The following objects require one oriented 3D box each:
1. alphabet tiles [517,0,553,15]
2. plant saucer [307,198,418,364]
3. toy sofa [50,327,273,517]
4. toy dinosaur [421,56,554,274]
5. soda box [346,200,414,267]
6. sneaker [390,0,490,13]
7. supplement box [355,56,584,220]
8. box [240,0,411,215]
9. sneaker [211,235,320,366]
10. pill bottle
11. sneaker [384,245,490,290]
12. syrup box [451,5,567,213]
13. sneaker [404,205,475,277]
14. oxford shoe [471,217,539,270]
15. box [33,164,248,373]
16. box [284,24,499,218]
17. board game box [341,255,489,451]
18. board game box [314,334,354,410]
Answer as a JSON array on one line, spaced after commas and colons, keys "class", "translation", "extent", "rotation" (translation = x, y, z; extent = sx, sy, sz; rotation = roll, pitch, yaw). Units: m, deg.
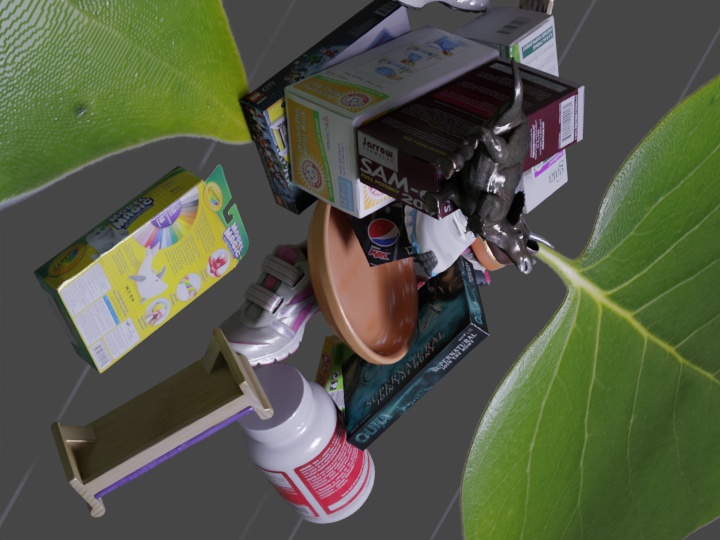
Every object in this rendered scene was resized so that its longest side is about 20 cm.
[{"class": "alphabet tiles", "translation": [0.193, -0.308, 1.418], "extent": [0.008, 0.167, 0.200], "rotation": [8, 114, -5]}, {"class": "plant saucer", "translation": [0.000, 0.000, 1.350], "extent": [0.200, 0.037, 0.200], "rotation": [35, 48, -53]}, {"class": "toy sofa", "translation": [-0.187, 0.154, 1.271], "extent": [0.200, 0.083, 0.098], "rotation": [-30, 136, -3]}, {"class": "toy dinosaur", "translation": [0.111, -0.091, 1.121], "extent": [0.102, 0.077, 0.200], "rotation": [-29, 125, -49]}, {"class": "soda box", "translation": [0.056, -0.082, 1.377], "extent": [0.063, 0.071, 0.200], "rotation": [66, 29, -20]}, {"class": "sneaker", "translation": [0.065, -0.306, 1.312], "extent": [0.200, 0.074, 0.079], "rotation": [-13, 131, -47]}, {"class": "supplement box", "translation": [0.104, -0.127, 1.219], "extent": [0.200, 0.109, 0.061], "rotation": [-29, 131, -33]}, {"class": "box", "translation": [-0.021, -0.169, 1.337], "extent": [0.200, 0.038, 0.137], "rotation": [-40, 138, -24]}, {"class": "sneaker", "translation": [-0.082, 0.020, 1.367], "extent": [0.200, 0.081, 0.088], "rotation": [-42, 135, -32]}, {"class": "pill bottle", "translation": [-0.066, 0.191, 1.460], "extent": [0.112, 0.112, 0.200], "rotation": [-48, 141, -16]}, {"class": "sneaker", "translation": [0.063, -0.016, 1.512], "extent": [0.200, 0.081, 0.075], "rotation": [3, 77, -42]}, {"class": "syrup box", "translation": [0.160, -0.169, 1.386], "extent": [0.079, 0.081, 0.200], "rotation": [-37, 130, -34]}, {"class": "sneaker", "translation": [0.107, -0.066, 1.295], "extent": [0.075, 0.087, 0.200], "rotation": [64, 31, -24]}, {"class": "oxford shoe", "translation": [0.143, -0.096, 1.499], "extent": [0.200, 0.073, 0.071], "rotation": [61, 37, -22]}, {"class": "box", "translation": [-0.198, -0.010, 1.235], "extent": [0.200, 0.048, 0.117], "rotation": [-38, 137, -23]}, {"class": "box", "translation": [0.033, -0.150, 1.295], "extent": [0.200, 0.101, 0.113], "rotation": [-29, 131, -34]}, {"class": "board game box", "translation": [0.054, 0.087, 1.419], "extent": [0.028, 0.135, 0.200], "rotation": [34, 115, -23]}, {"class": "board game box", "translation": [0.026, 0.111, 1.582], "extent": [0.200, 0.030, 0.096], "rotation": [-7, 119, -43]}]
